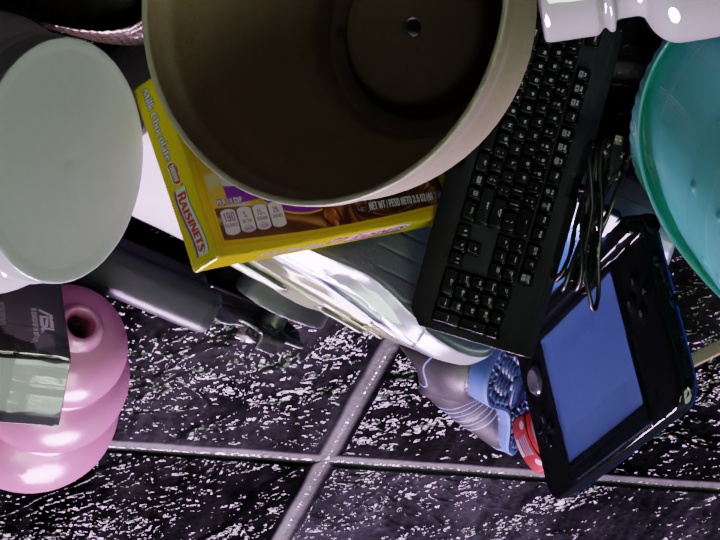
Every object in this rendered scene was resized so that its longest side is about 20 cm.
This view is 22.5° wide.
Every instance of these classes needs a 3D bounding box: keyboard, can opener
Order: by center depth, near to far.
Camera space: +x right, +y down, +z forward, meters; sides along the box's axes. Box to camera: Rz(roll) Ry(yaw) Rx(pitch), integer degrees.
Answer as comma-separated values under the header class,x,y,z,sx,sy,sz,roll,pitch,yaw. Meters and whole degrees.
class,x,y,z,sx,sy,sz,roll,pitch,yaw
keyboard,0.100,-0.054,1.017,0.103,0.202,0.040,15,-178,6
can opener,-0.112,0.007,1.217,0.199,0.053,0.067,20,104,-35

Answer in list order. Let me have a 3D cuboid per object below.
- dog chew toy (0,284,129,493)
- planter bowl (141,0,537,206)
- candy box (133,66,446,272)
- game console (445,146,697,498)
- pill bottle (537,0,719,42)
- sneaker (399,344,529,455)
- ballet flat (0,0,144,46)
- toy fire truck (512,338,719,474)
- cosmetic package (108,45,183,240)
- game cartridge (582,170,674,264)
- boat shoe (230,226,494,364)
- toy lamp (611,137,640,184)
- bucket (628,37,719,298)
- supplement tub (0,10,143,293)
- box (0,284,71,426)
class,x,y,z,sx,sy,sz,roll,pitch,yaw
dog chew toy,-0.209,0.071,1.200,0.123,0.126,0.200,8,154,-20
planter bowl,0.008,-0.130,0.922,0.199,0.202,0.134,-24,168,24
candy box,-0.031,-0.063,0.996,0.026,0.103,0.199,-29,169,41
game console,0.100,0.038,1.118,0.117,0.172,0.200,-3,157,-19
pill bottle,0.185,-0.178,0.923,0.198,0.115,0.115,-10,146,6
sneaker,0.084,0.079,1.336,0.077,0.071,0.200,23,166,20
ballet flat,-0.164,-0.156,0.947,0.198,0.046,0.068,9,108,-17
toy fire truck,0.218,0.078,1.306,0.199,0.049,0.141,-22,169,-27
cosmetic package,-0.064,-0.067,1.075,0.106,0.091,0.199,-32,135,31
game cartridge,0.121,-0.007,1.177,0.132,0.041,0.200,19,151,-11
boat shoe,0.000,0.000,1.064,0.199,0.073,0.062,32,143,-32
toy lamp,0.221,-0.033,1.194,0.058,0.059,0.199,-31,140,32
bucket,0.258,-0.069,1.020,0.205,0.135,0.209,-14,128,-19
supplement tub,-0.227,-0.064,0.942,0.198,0.145,0.144,7,155,32
box,-0.256,0.011,1.056,0.156,0.200,0.050,6,118,-17
